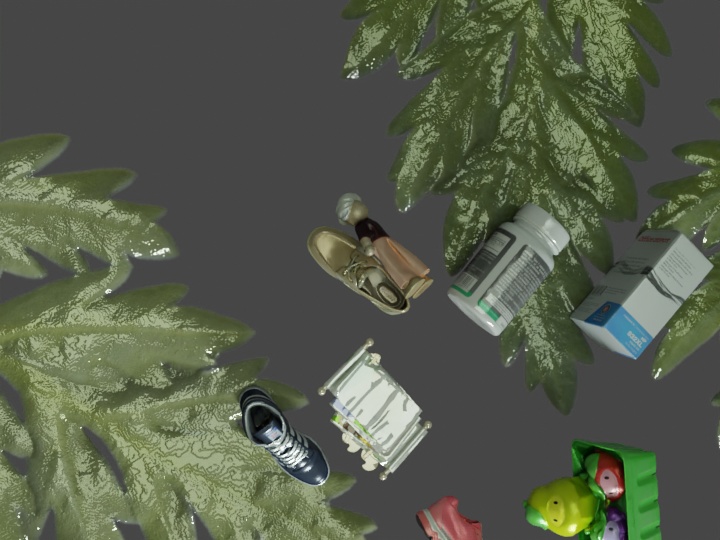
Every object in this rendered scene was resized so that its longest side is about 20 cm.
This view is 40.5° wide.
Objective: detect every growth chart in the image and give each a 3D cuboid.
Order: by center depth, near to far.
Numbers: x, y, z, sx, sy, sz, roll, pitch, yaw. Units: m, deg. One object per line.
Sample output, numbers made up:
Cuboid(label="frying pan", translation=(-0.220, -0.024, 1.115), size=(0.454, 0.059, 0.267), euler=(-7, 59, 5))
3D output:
Cuboid(label="growth chart", translation=(0.022, 0.234, 1.612), size=(0.144, 0.018, 0.201), euler=(-38, 97, -5))

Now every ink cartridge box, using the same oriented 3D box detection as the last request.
Cuboid(label="ink cartridge box", translation=(0.459, 0.035, 1.603), size=(0.084, 0.145, 0.200), euler=(42, 86, -8))

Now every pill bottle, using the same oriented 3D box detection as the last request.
Cuboid(label="pill bottle", translation=(0.243, -0.004, 1.586), size=(0.113, 0.113, 0.201), euler=(41, 87, -8))

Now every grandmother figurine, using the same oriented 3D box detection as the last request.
Cuboid(label="grandmother figurine", translation=(0.033, -0.045, 1.556), size=(0.061, 0.121, 0.200), euler=(-43, 74, 7))

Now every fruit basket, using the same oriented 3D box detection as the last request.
Cuboid(label="fruit basket", translation=(0.382, 0.388, 1.616), size=(0.213, 0.155, 0.219), euler=(0, 91, -26))

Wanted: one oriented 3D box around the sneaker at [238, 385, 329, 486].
Cuboid(label="sneaker", translation=(-0.121, 0.274, 1.546), size=(0.070, 0.108, 0.200), euler=(-41, 97, -4))

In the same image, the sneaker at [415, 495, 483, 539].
Cuboid(label="sneaker", translation=(0.179, 0.461, 1.616), size=(0.086, 0.074, 0.201), euler=(-37, 97, -7))

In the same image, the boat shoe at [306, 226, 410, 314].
Cuboid(label="boat shoe", translation=(0.000, 0.000, 1.575), size=(0.199, 0.065, 0.072), euler=(40, 86, -8))
